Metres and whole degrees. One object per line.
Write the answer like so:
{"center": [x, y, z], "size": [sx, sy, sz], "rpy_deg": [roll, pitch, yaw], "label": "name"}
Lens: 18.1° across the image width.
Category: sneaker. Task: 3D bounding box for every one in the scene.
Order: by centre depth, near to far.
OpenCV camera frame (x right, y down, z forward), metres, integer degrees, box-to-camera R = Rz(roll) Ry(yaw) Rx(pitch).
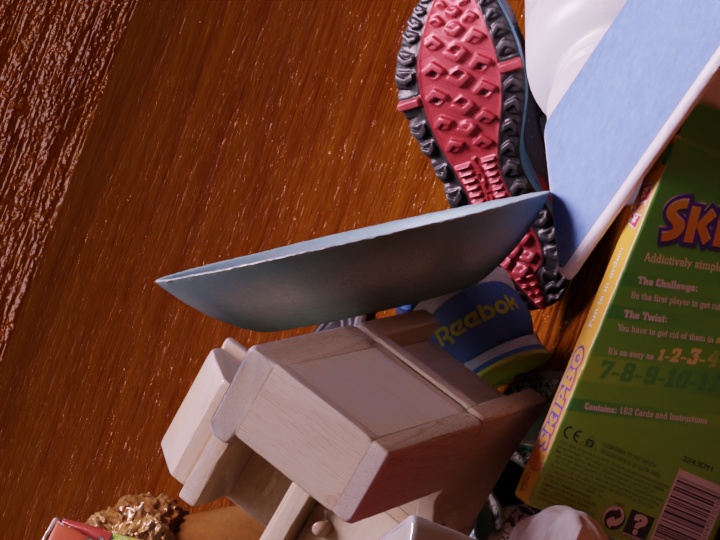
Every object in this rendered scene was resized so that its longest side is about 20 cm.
{"center": [0.089, 0.099, 1.177], "size": [0.077, 0.088, 0.200], "rpy_deg": [-62, 17, 16], "label": "sneaker"}
{"center": [0.059, 0.030, 1.268], "size": [0.074, 0.083, 0.200], "rpy_deg": [-29, -5, -7], "label": "sneaker"}
{"center": [0.079, -0.082, 1.319], "size": [0.096, 0.079, 0.201], "rpy_deg": [-49, -53, -61], "label": "sneaker"}

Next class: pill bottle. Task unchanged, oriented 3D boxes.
{"center": [0.147, -0.133, 1.251], "size": [0.114, 0.114, 0.201], "rpy_deg": [-54, 21, 38], "label": "pill bottle"}

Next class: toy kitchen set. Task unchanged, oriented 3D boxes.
{"center": [-0.054, 0.106, 1.069], "size": [0.201, 0.163, 0.180], "rpy_deg": [-61, -21, 17], "label": "toy kitchen set"}

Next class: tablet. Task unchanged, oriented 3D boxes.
{"center": [0.142, -0.102, 1.066], "size": [0.130, 0.014, 0.200], "rpy_deg": [-90, 26, -51], "label": "tablet"}

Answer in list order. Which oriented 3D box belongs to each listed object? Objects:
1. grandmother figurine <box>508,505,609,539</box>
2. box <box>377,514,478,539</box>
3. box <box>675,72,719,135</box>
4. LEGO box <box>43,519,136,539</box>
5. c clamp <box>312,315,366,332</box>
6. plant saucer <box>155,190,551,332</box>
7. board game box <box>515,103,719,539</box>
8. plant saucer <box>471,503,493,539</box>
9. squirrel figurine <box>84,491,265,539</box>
{"center": [0.082, 0.164, 1.059], "size": [0.200, 0.120, 0.061], "rpy_deg": [101, 165, -64], "label": "grandmother figurine"}
{"center": [0.072, 0.202, 0.899], "size": [0.109, 0.199, 0.128], "rpy_deg": [-44, 28, 51], "label": "box"}
{"center": [0.204, -0.139, 1.114], "size": [0.125, 0.097, 0.201], "rpy_deg": [-52, 23, 42], "label": "box"}
{"center": [-0.072, 0.215, 1.042], "size": [0.201, 0.148, 0.077], "rpy_deg": [83, -156, -50], "label": "LEGO box"}
{"center": [-0.044, 0.110, 1.697], "size": [0.200, 0.027, 0.171], "rpy_deg": [-53, 16, 43], "label": "c clamp"}
{"center": [0.000, 0.000, 1.116], "size": [0.201, 0.200, 0.039], "rpy_deg": [172, 85, -71], "label": "plant saucer"}
{"center": [0.153, 0.030, 1.054], "size": [0.201, 0.095, 0.030], "rpy_deg": [-67, 16, 1], "label": "board game box"}
{"center": [0.035, 0.193, 1.261], "size": [0.201, 0.039, 0.202], "rpy_deg": [-163, 90, -72], "label": "plant saucer"}
{"center": [-0.105, 0.230, 1.416], "size": [0.142, 0.199, 0.187], "rpy_deg": [-53, 12, 27], "label": "squirrel figurine"}
